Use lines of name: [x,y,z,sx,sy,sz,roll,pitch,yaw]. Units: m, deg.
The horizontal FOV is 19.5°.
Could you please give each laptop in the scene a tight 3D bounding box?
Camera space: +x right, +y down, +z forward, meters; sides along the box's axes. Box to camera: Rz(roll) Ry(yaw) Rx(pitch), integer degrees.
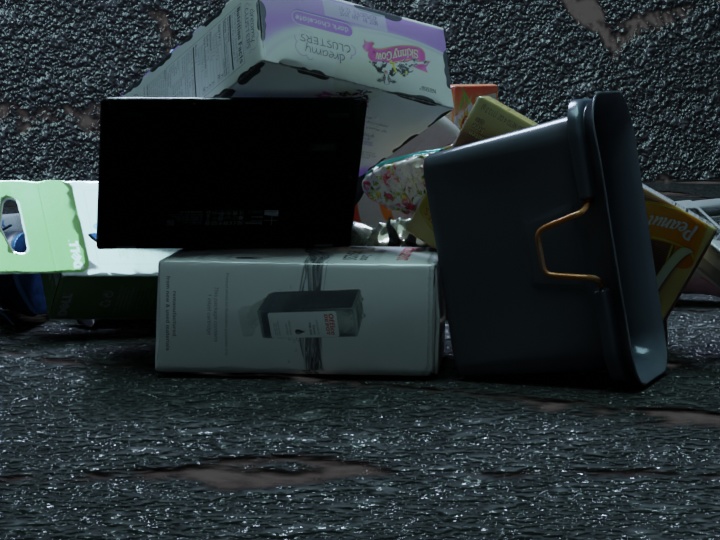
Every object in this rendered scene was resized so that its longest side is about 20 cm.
laptop: [-0.104,-0.072,1.551,0.186,0.201,0.116,-1,38,-11]

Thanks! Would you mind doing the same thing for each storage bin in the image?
storage bin: [0.124,-0.013,1.456,0.134,0.201,0.145,-10,2,19]

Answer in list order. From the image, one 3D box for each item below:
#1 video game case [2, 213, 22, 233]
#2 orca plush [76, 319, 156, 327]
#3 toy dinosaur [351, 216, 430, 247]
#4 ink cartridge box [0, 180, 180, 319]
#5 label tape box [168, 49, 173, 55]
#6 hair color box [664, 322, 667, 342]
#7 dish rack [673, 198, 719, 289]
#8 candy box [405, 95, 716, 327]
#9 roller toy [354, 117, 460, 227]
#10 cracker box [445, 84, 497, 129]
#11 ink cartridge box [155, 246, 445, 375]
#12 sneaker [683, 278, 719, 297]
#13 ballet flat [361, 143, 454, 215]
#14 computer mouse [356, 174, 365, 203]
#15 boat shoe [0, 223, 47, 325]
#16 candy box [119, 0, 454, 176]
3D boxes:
video game case: [-0.416,-0.004,1.809,0.199,0.022,0.182,-21,-7,33]
orca plush: [-0.154,0.006,1.805,0.199,0.071,0.105,-2,5,-17]
toy dinosaur: [0.000,0.000,1.709,0.077,0.103,0.200,-4,7,-37]
ink cartridge box: [-0.212,-0.017,1.711,0.199,0.104,0.059,0,-39,-22]
label tape box: [-0.109,-0.125,1.782,0.063,0.144,0.200,-42,16,25]
hair color box: [0.174,-0.002,1.688,0.064,0.112,0.200,-3,6,-21]
dish rack: [0.328,0.009,1.632,0.172,0.044,0.200,41,25,24]
candy box: [0.148,-0.031,1.544,0.199,0.116,0.055,30,9,5]
roller toy: [0.008,-0.065,1.928,0.182,0.201,0.140,-7,6,-32]
cracker box: [0.091,-0.084,2.076,0.057,0.201,0.134,1,5,22]
ink cartridge box: [-0.039,0.027,1.523,0.199,0.085,0.146,2,6,4]
sneaker: [0.310,-0.010,1.967,0.199,0.076,0.105,14,-19,-6]
ballet flat: [0.102,-0.067,1.614,0.199,0.064,0.076,-12,-24,3]
computer mouse: [-0.063,-0.020,1.686,0.034,0.200,0.059,43,1,29]
boat shoe: [-0.302,0.012,1.794,0.068,0.085,0.200,-1,-11,0]
candy box: [-0.057,-0.123,1.547,0.167,0.072,0.200,12,-29,-34]
